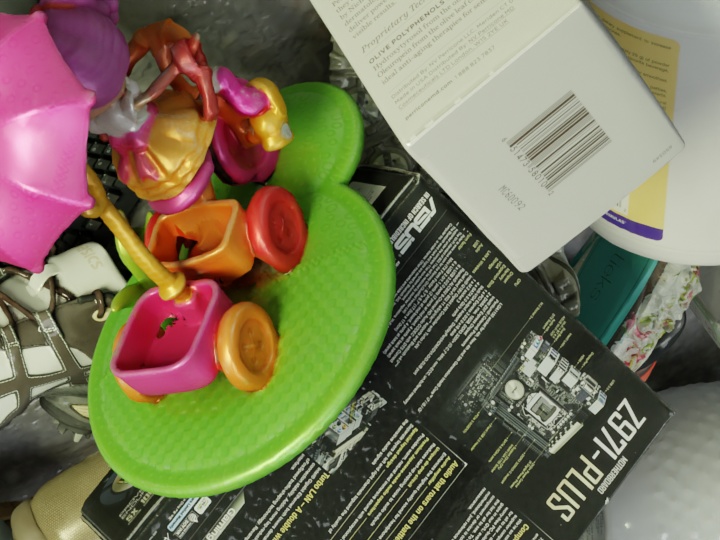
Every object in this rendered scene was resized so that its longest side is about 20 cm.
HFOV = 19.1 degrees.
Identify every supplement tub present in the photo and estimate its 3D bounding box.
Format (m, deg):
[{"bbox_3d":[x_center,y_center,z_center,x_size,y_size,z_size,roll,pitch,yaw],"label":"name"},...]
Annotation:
[{"bbox_3d":[0.155,-0.117,0.947,0.144,0.146,0.201,-19,140,-14],"label":"supplement tub"}]

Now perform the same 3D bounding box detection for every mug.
[{"bbox_3d":[0.203,0.165,1.252,0.174,0.148,0.202,-1,98,-19],"label":"mug"}]

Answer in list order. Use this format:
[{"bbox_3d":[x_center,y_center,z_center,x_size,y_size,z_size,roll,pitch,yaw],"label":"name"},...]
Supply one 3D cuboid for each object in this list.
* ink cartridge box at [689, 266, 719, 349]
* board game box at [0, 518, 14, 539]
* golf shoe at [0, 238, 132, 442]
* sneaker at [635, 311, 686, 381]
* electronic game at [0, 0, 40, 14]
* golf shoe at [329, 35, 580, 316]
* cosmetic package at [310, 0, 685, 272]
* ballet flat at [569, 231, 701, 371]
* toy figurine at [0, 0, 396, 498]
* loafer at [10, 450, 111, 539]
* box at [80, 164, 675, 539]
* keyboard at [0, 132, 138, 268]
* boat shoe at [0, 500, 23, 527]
[{"bbox_3d":[0.244,0.000,1.083,0.145,0.201,0.048,-31,139,0],"label":"ink cartridge box"},{"bbox_3d":[-0.265,0.157,0.974,0.200,0.064,0.148,-41,107,15],"label":"board game box"},{"bbox_3d":[-0.153,0.023,0.936,0.199,0.078,0.095,-1,126,-52],"label":"golf shoe"},{"bbox_3d":[0.085,0.042,1.111,0.199,0.078,0.082,-20,168,-30],"label":"sneaker"},{"bbox_3d":[-0.196,-0.103,0.803,0.199,0.042,0.200,-22,154,-11],"label":"electronic game"},{"bbox_3d":[0.040,-0.062,0.996,0.078,0.097,0.201,-17,116,11],"label":"golf shoe"},{"bbox_3d":[0.031,-0.111,0.829,0.085,0.201,0.108,-38,139,8],"label":"cosmetic package"},{"bbox_3d":[0.099,0.059,1.048,0.200,0.076,0.064,-49,141,8],"label":"ballet flat"},{"bbox_3d":[-0.089,-0.044,0.825,0.149,0.201,0.184,-8,143,33],"label":"toy figurine"},{"bbox_3d":[-0.072,0.134,1.013,0.067,0.076,0.199,-46,141,21],"label":"loafer"},{"bbox_3d":[0.007,0.082,0.922,0.164,0.086,0.200,40,82,-18],"label":"box"},{"bbox_3d":[-0.177,0.000,0.960,0.126,0.021,0.201,12,124,-41],"label":"keyboard"},{"bbox_3d":[-0.178,0.157,1.053,0.198,0.074,0.069,17,138,-5],"label":"boat shoe"}]
